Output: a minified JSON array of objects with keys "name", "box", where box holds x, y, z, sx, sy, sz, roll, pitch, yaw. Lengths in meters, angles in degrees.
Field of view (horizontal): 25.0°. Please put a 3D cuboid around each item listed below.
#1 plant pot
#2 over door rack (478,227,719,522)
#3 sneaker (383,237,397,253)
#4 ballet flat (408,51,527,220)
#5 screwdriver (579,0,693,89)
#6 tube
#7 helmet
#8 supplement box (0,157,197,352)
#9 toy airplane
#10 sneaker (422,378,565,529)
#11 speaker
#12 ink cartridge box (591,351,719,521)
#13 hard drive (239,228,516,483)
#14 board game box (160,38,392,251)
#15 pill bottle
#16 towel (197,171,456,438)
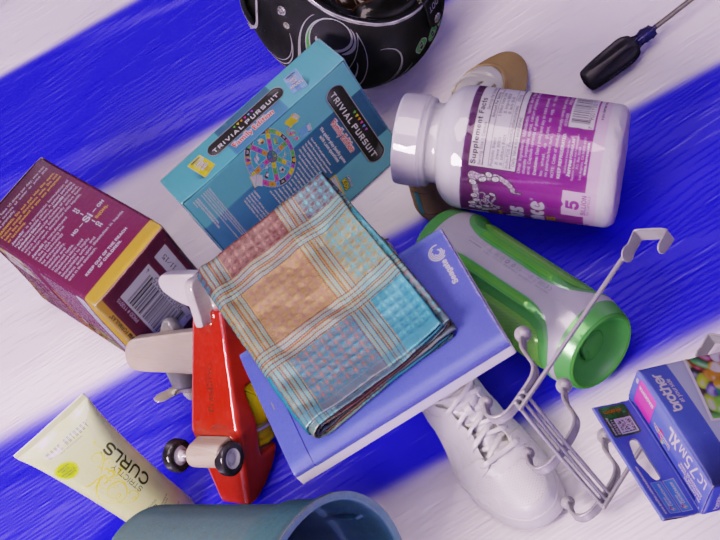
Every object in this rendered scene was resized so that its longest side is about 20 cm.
[{"name":"plant pot","box":[-0.094,0.268,1.298,0.196,0.200,0.200,1,59,37]},{"name":"over door rack","box":[0.194,0.080,1.285,0.200,0.148,0.067,-47,33,-9]},{"name":"sneaker","box":[0.000,0.000,1.481,0.081,0.075,0.200,-41,36,-2]},{"name":"ballet flat","box":[0.102,-0.140,1.540,0.069,0.063,0.200,10,64,34]},{"name":"screwdriver","box":[0.291,-0.236,1.535,0.200,0.029,0.028,-35,49,-3]},{"name":"tube","box":[-0.213,0.177,1.401,0.052,0.200,0.058,-2,58,29]},{"name":"helmet","box":[-0.017,-0.273,1.609,0.200,0.191,0.200,3,74,-11]},{"name":"supplement box","box":[-0.256,-0.007,1.594,0.200,0.131,0.103,28,73,37]},{"name":"toy airplane","box":[-0.107,0.080,1.451,0.200,0.141,0.199,49,118,23]},{"name":"sneaker","box":[0.086,0.121,1.341,0.074,0.116,0.200,-38,51,-3]},{"name":"speaker","box":[0.136,0.022,1.400,0.088,0.088,0.200,-47,50,-8]},{"name":"ink cartridge box","box":[0.290,0.115,1.228,0.200,0.042,0.119,-12,48,-17]},{"name":"hard drive","box":[0.010,0.067,1.321,0.200,0.025,0.132,-32,53,5]},{"name":"board game box","box":[-0.071,-0.100,1.545,0.200,0.151,0.047,-42,50,-5]},{"name":"pill bottle","box":[0.132,-0.104,1.437,0.200,0.112,0.112,8,62,12]},{"name":"towel","box":[-0.034,0.025,1.328,0.147,0.022,0.200,-39,57,0]}]
